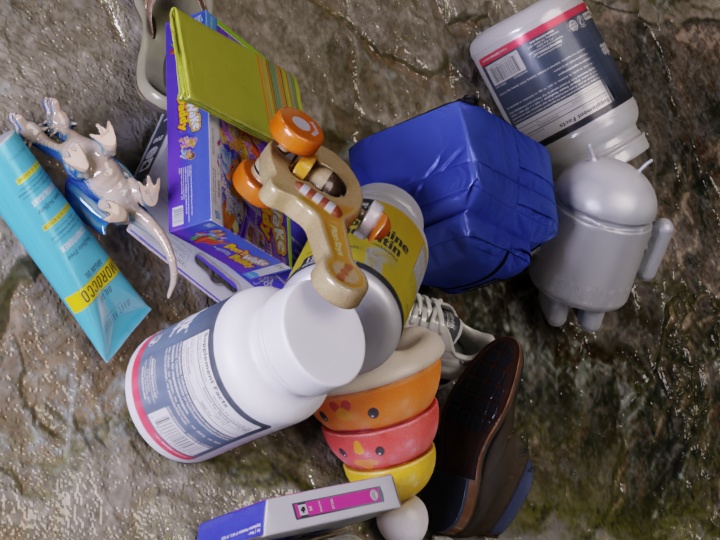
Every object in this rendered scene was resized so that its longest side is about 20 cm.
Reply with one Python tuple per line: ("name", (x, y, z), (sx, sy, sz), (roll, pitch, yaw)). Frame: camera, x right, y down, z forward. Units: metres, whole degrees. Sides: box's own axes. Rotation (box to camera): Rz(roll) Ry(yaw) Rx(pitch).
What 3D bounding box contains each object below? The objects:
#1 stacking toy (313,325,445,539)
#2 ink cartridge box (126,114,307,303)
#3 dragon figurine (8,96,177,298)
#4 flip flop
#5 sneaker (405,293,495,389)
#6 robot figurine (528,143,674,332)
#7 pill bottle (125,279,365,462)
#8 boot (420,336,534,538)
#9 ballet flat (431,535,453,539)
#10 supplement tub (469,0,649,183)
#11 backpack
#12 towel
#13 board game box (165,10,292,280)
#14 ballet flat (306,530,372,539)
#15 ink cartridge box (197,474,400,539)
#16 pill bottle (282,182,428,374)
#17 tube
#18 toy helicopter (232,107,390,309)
("stacking toy", (0.027, 0.163, 1.594), (0.146, 0.146, 0.201), (-28, 107, -48))
("ink cartridge box", (-0.120, -0.046, 1.585), (0.198, 0.043, 0.201), (40, 46, -24))
("dragon figurine", (-0.214, -0.069, 1.455), (0.059, 0.099, 0.200), (-43, 101, -15))
("flip flop", (-0.171, -0.232, 1.586), (0.081, 0.058, 0.201), (10, 54, -15))
("sneaker", (0.042, 0.045, 1.680), (0.199, 0.080, 0.077), (28, 55, -32))
("robot figurine", (0.249, -0.036, 1.842), (0.168, 0.201, 0.113), (8, 24, -15))
("pill bottle", (-0.094, 0.080, 1.437), (0.119, 0.199, 0.120), (21, 57, -38))
("boot", (0.128, 0.168, 1.690), (0.097, 0.074, 0.201), (27, 84, -47))
("ballet flat", (0.077, 0.331, 1.593), (0.072, 0.072, 0.201), (41, 47, -24))
("supplement tub", (0.223, -0.198, 1.929), (0.140, 0.140, 0.201), (-32, 95, -48))
("backpack", (0.101, -0.063, 1.736), (0.200, 0.162, 0.169), (14, 67, -54))
("towel", (-0.105, -0.159, 1.505), (0.200, 0.018, 0.087), (22, 52, -59))
("board game box", (-0.116, -0.109, 1.524), (0.134, 0.045, 0.201), (32, 49, -56))
("ballet flat", (-0.035, 0.263, 1.509), (0.199, 0.067, 0.068), (-6, 74, -47))
("ink cartridge box", (-0.066, 0.214, 1.480), (0.199, 0.094, 0.037), (-7, 76, -46))
("pill bottle", (0.000, 0.000, 1.558), (0.112, 0.112, 0.200), (50, 28, -16))
("tube", (-0.252, -0.022, 1.445), (0.200, 0.050, 0.078), (56, 45, -18))
("toy helicopter", (-0.023, -0.037, 1.426), (0.132, 0.079, 0.201), (22, 33, -29))
